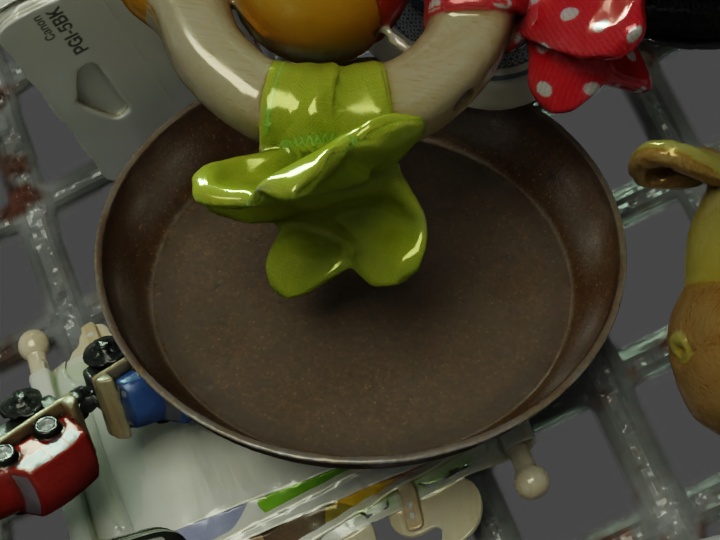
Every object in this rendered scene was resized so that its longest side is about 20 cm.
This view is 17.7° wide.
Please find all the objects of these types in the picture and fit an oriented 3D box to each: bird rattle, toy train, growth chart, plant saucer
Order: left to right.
[{"bbox_3d":[-0.122,0.069,0.861,0.200,0.034,0.046,-34,40,-26],"label":"toy train"},{"bbox_3d":[-0.034,0.060,0.906,0.199,0.018,0.145,-17,63,9],"label":"growth chart"},{"bbox_3d":[0.000,0.000,0.879,0.200,0.035,0.201,0,51,0],"label":"plant saucer"},{"bbox_3d":[0.008,-0.095,0.819,0.200,0.113,0.163,-45,77,-7],"label":"bird rattle"}]

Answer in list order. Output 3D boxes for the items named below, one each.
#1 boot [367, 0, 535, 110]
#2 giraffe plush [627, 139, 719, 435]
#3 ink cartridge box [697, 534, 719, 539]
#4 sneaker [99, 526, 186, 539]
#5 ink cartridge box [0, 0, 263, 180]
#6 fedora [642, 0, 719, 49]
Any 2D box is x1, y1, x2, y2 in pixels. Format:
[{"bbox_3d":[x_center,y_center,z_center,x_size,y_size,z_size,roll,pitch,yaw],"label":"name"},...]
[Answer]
[{"bbox_3d":[0.015,-0.156,0.931,0.073,0.090,0.200,-24,55,-22],"label":"boot"},{"bbox_3d":[0.168,0.012,0.777,0.162,0.173,0.200,18,54,44],"label":"giraffe plush"},{"bbox_3d":[0.104,0.196,0.790,0.196,0.043,0.200,-15,62,10],"label":"ink cartridge box"},{"bbox_3d":[-0.155,0.121,0.878,0.199,0.078,0.085,-11,62,17],"label":"sneaker"},{"bbox_3d":[-0.115,-0.160,0.955,0.083,0.147,0.200,-24,63,4],"label":"ink cartridge box"},{"bbox_3d":[0.121,-0.178,0.886,0.200,0.092,0.201,0,90,30],"label":"fedora"}]
